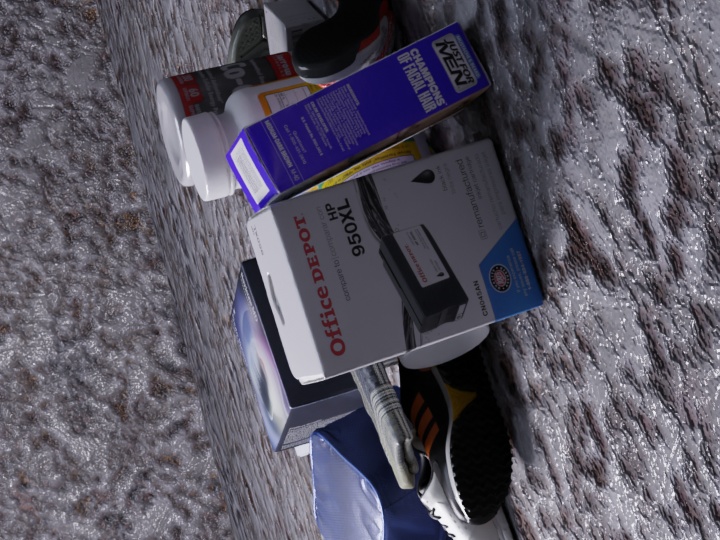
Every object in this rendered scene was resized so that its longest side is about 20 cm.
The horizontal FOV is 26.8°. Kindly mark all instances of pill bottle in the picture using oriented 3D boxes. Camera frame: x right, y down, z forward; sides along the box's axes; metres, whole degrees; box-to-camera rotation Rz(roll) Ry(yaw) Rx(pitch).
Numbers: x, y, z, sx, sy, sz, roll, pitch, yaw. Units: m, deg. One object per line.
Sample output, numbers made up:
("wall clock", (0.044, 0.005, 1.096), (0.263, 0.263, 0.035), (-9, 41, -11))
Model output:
("pill bottle", (0.041, -0.020, 1.346), (0.113, 0.112, 0.201), (106, 145, -64))
("pill bottle", (-0.066, -0.130, 1.466), (0.111, 0.199, 0.112), (165, 90, -76))
("pill bottle", (-0.102, -0.164, 1.569), (0.114, 0.199, 0.115), (165, 90, -76))

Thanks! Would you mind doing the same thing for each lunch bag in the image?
("lunch bag", (0.037, 0.233, 1.594), (0.136, 0.132, 0.201), (42, 147, 37))

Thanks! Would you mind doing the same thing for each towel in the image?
("towel", (0.011, 0.092, 1.380), (0.200, 0.034, 0.193), (81, 165, -70))

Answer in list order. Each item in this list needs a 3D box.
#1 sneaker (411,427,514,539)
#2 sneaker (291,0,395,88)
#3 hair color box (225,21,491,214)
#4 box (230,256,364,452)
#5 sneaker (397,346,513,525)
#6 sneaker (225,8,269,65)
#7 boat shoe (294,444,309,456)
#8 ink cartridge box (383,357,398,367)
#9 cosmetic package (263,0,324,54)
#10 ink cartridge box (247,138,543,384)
("sneaker", (0.096, 0.232, 1.468), (0.074, 0.080, 0.201), (173, 80, -74))
("sneaker", (-0.006, -0.173, 1.335), (0.202, 0.067, 0.109), (-65, -28, -60))
("hair color box", (-0.004, -0.121, 1.226), (0.065, 0.199, 0.109), (60, 165, 0))
("box", (-0.078, 0.097, 1.907), (0.199, 0.123, 0.201), (112, 140, -65))
("sneaker", (0.081, 0.141, 1.408), (0.090, 0.070, 0.201), (-33, 65, 55))
("sneaker", (-0.141, -0.255, 1.874), (0.114, 0.076, 0.200), (55, 162, 37))
("boat shoe", (-0.066, 0.217, 2.086), (0.200, 0.072, 0.062), (149, 103, -78))
("ink cartridge box", (0.000, 0.000, 1.579), (0.200, 0.085, 0.147), (-142, 39, -65))
("cosmetic package", (-0.062, -0.196, 1.686), (0.083, 0.050, 0.201), (-130, 28, -54))
("ink cartridge box", (0.027, -0.007, 1.221), (0.084, 0.199, 0.145), (158, 94, -72))
